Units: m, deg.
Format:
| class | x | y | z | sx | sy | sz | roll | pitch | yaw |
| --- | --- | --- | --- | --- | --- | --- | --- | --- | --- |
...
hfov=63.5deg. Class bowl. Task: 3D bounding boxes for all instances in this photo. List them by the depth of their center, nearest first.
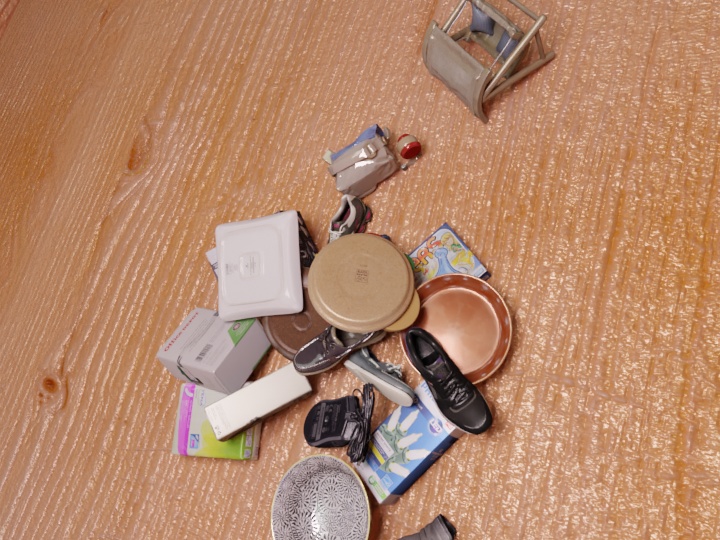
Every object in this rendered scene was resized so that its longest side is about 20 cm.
| class | x | y | z | sx | sy | sz | roll | pitch | yaw |
| --- | --- | --- | --- | --- | --- | --- | --- | --- | --- |
| bowl | -0.052 | 0.431 | 1.025 | 0.198 | 0.094 | 0.204 | -9 | 69 | 25 |

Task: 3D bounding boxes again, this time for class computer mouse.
| class | x | y | z | sx | sy | sz | roll | pitch | yaw |
| --- | --- | --- | --- | --- | --- | --- | --- | --- | --- |
| computer mouse | -0.034 | 0.286 | 1.069 | 0.199 | 0.052 | 0.140 | -20 | 51 | 50 |

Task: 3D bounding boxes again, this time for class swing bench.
| class | x | y | z | sx | sy | sz | roll | pitch | yaw |
| --- | --- | --- | --- | --- | --- | --- | --- | --- | --- |
| swing bench | 0.245 | -0.447 | 1.174 | 0.200 | 0.130 | 0.200 | -42 | 58 | 9 |

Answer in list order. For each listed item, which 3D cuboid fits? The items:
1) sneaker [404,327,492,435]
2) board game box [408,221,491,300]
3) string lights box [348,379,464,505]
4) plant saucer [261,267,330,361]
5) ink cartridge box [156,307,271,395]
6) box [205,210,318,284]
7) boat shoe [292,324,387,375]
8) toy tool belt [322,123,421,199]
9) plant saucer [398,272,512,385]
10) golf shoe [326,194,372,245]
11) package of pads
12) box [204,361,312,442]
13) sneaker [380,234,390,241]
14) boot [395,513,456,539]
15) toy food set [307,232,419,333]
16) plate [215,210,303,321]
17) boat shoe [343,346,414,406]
| class | x | y | z | sx | sy | sz | roll | pitch | yaw |
| --- | --- | --- | --- | --- | --- | --- | --- | --- | --- |
| sneaker | 0.134 | 0.180 | 0.947 | 0.075 | 0.088 | 0.201 | -39 | 67 | 0 |
| board game box | 0.131 | 0.023 | 1.115 | 0.200 | 0.034 | 0.136 | -42 | 58 | 9 |
| string lights box | 0.086 | 0.300 | 1.021 | 0.200 | 0.059 | 0.103 | -47 | 55 | 5 |
| plant saucer | -0.112 | 0.097 | 1.159 | 0.197 | 0.037 | 0.204 | 2 | 101 | 12 |
| ink cartridge box | -0.309 | 0.165 | 1.227 | 0.198 | 0.085 | 0.147 | 5 | 47 | 38 |
| box | -0.206 | -0.028 | 1.242 | 0.198 | 0.115 | 0.134 | -26 | 88 | 17 |
| boat shoe | -0.043 | 0.129 | 1.088 | 0.198 | 0.065 | 0.073 | -25 | 62 | 2 |
| toy tool belt | 0.018 | -0.253 | 1.229 | 0.199 | 0.125 | 0.124 | -32 | 68 | 13 |
| plant saucer | 0.167 | 0.105 | 1.026 | 0.197 | 0.032 | 0.204 | -5 | 72 | 14 |
| golf shoe | -0.046 | -0.061 | 1.212 | 0.076 | 0.088 | 0.203 | 13 | 80 | 29 |
| package of pads | -0.295 | 0.310 | 1.218 | 0.197 | 0.068 | 0.157 | -4 | 71 | 26 |
| box | -0.194 | 0.253 | 1.126 | 0.198 | 0.082 | 0.069 | -26 | 75 | -11 |
| sneaker | 0.000 | 0.000 | 1.149 | 0.075 | 0.079 | 0.200 | -11 | 29 | 52 |
| boot | 0.124 | 0.508 | 0.922 | 0.130 | 0.070 | 0.202 | -29 | 65 | 10 |
| toy food set | 0.004 | 0.019 | 1.038 | 0.197 | 0.049 | 0.201 | -7 | 63 | -3 |
| plate | -0.211 | -0.009 | 1.154 | 0.197 | 0.032 | 0.203 | -8 | 82 | 23 |
| boat shoe | 0.040 | 0.184 | 1.056 | 0.062 | 0.073 | 0.199 | -47 | 28 | -15 |
